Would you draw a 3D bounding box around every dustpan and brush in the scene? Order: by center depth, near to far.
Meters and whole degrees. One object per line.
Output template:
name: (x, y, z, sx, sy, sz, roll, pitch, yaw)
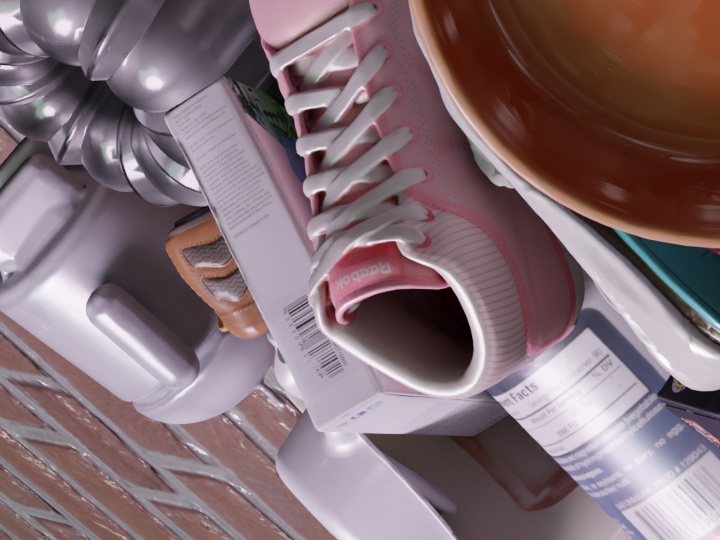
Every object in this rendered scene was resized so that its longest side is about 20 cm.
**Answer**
dustpan and brush: (-0.001, 0.084, 0.920, 0.140, 0.057, 0.200, 42, -179, 40)

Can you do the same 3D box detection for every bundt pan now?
bundt pan: (-0.115, -0.100, 0.990, 0.202, 0.076, 0.202, 25, 157, 12)

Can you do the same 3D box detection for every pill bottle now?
pill bottle: (0.113, 0.027, 0.902, 0.200, 0.120, 0.120, 46, 157, -2)

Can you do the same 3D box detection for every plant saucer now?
plant saucer: (0.110, -0.103, 0.593, 0.200, 0.200, 0.032, 37, -163, -18)

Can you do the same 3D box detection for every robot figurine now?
robot figurine: (-0.124, 0.009, 1.186, 0.200, 0.113, 0.170, 39, -165, -20)

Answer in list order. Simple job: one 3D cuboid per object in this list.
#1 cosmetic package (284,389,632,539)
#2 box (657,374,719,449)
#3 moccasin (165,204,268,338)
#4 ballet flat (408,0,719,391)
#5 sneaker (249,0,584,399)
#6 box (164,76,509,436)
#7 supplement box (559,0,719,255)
cosmetic package: (0.068, 0.098, 1.044, 0.200, 0.087, 0.103, 46, -168, 36)
box: (0.214, 0.094, 0.764, 0.200, 0.049, 0.161, 38, 175, -7)
moccasin: (-0.030, -0.003, 1.004, 0.078, 0.074, 0.201, 65, -172, 0)
ballet flat: (0.076, -0.036, 0.752, 0.200, 0.069, 0.069, 53, 164, 18)
sneaker: (0.008, -0.042, 0.791, 0.075, 0.105, 0.200, -27, 97, 34)
box: (0.000, 0.000, 0.908, 0.144, 0.036, 0.200, 63, -165, 13)
supplement box: (0.162, -0.044, 0.672, 0.200, 0.109, 0.061, 28, -159, -15)
